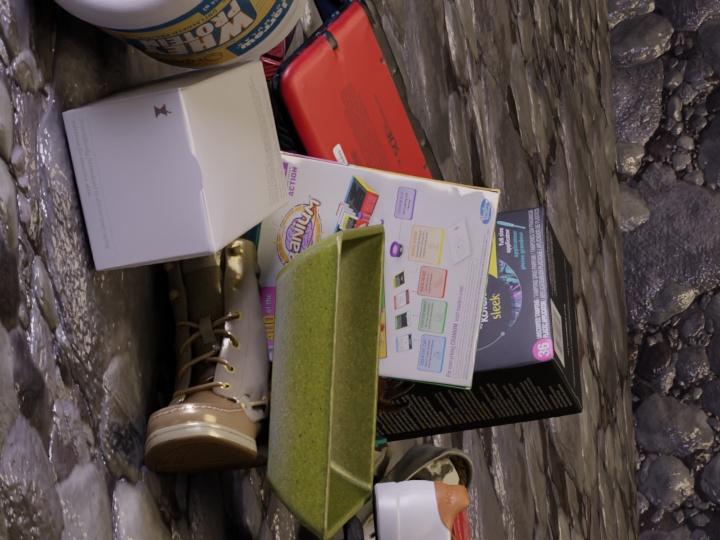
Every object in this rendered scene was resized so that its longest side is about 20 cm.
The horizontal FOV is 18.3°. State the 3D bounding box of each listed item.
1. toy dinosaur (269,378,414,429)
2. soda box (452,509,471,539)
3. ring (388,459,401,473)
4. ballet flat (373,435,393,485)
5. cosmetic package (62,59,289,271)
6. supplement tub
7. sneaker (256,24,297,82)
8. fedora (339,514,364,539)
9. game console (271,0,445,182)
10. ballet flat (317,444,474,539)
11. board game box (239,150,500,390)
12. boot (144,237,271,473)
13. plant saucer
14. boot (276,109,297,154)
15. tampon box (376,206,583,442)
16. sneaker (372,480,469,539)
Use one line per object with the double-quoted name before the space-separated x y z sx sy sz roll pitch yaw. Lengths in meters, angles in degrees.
"toy dinosaur" -0.018 0.080 1.715 0.200 0.086 0.136 -56 126 -73
"soda box" 0.075 0.312 2.048 0.070 0.063 0.201 -13 95 -76
"ring" 0.025 0.259 1.899 0.200 0.019 0.201 4 90 -80
"ballet flat" -0.011 0.161 1.791 0.200 0.067 0.063 21 74 -73
"cosmetic package" -0.115 -0.072 1.456 0.200 0.085 0.108 -36 117 -74
"supplement tub" -0.115 -0.207 1.408 0.200 0.144 0.145 20 63 -74
"sneaker" -0.088 -0.247 1.727 0.116 0.078 0.201 -68 160 -79
"fedora" -0.031 0.261 1.564 0.201 0.091 0.201 171 -90 -89
"game console" -0.019 -0.114 1.725 0.172 0.118 0.200 -47 127 -34
"ballet flat" 0.026 0.201 1.767 0.200 0.064 0.068 -44 122 -44
"board game box" 0.000 0.000 1.630 0.040 0.200 0.153 8 -92 60
"boot" -0.101 0.053 1.465 0.200 0.073 0.156 24 60 -76
"plant saucer" -0.025 0.069 1.517 0.200 0.048 0.200 -16 109 -81
"boot" -0.017 -0.150 1.929 0.200 0.065 0.165 -74 161 -53
"tampon box" 0.079 0.049 1.925 0.126 0.199 0.150 57 27 -59
"sneaker" 0.057 0.248 1.611 0.073 0.084 0.201 -106 -169 -71
